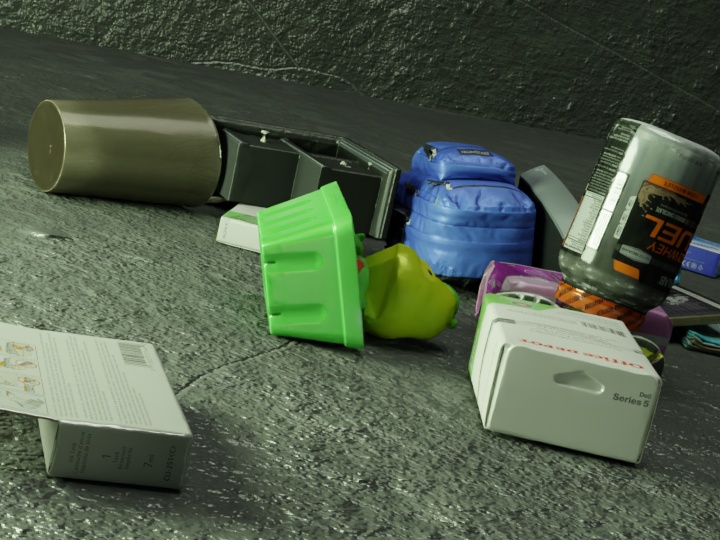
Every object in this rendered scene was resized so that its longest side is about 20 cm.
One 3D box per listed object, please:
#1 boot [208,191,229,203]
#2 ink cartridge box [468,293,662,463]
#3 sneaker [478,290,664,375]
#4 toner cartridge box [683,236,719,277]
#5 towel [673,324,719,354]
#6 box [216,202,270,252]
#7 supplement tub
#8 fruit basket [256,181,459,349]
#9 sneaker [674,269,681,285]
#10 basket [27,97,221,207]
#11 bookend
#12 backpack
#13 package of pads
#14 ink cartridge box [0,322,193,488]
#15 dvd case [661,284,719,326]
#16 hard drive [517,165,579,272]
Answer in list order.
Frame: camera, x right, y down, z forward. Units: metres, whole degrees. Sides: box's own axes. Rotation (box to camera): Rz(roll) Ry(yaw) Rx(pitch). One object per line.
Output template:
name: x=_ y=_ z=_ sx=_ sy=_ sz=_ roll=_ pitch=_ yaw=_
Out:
boot: x=-0.150 y=-0.117 z=2.023 sx=0.199 sy=0.075 sz=0.107 roll=3 pitch=16 yaw=-6
ink cartridge box: x=0.182 y=0.094 z=1.372 sx=0.145 sy=0.085 sz=0.200 roll=12 pitch=12 yaw=-2
sneaker: x=0.215 y=0.075 z=1.561 sx=0.199 sy=0.075 sz=0.085 roll=22 pitch=6 yaw=-4
toner cartridge box: x=0.496 y=-0.041 z=2.423 sx=0.199 sy=0.043 sz=0.095 roll=19 pitch=14 yaw=23
towel: x=0.486 y=0.089 z=1.877 sx=0.199 sy=0.022 sz=0.147 roll=12 pitch=13 yaw=-6
box: x=-0.089 y=-0.051 z=1.860 sx=0.143 sy=0.037 sz=0.200 roll=14 pitch=11 yaw=4
supplement tub: x=0.283 y=-0.046 z=1.547 sx=0.122 sy=0.201 sz=0.123 roll=22 pitch=6 yaw=-2
fruit basket: x=0.000 y=0.000 z=1.504 sx=0.214 sy=0.156 sz=0.216 roll=-5 pitch=14 yaw=1
sneaker: x=0.336 y=0.003 z=1.847 sx=0.082 sy=0.074 sz=0.200 roll=11 pitch=16 yaw=28
basket: x=-0.304 y=-0.153 z=1.873 sx=0.199 sy=0.137 sz=0.180 roll=0 pitch=23 yaw=-35
bookend: x=-0.082 y=-0.119 z=1.871 sx=0.199 sy=0.093 sz=0.199 roll=8 pitch=13 yaw=-23
backpack: x=0.125 y=-0.067 z=1.856 sx=0.162 sy=0.169 sz=0.200 roll=-3 pitch=18 yaw=-14
package of pads: x=0.236 y=0.047 z=1.666 sx=0.199 sy=0.076 sz=0.121 roll=11 pitch=10 yaw=-9
ink cartridge box: x=-0.221 y=0.088 z=1.061 sx=0.175 sy=0.045 sz=0.200 roll=10 pitch=12 yaw=-18
dvd case: x=0.354 y=0.044 z=1.873 sx=0.199 sy=0.016 sz=0.149 roll=-3 pitch=16 yaw=-25
hard drive: x=0.232 y=-0.037 z=1.854 sx=0.042 sy=0.136 sz=0.200 roll=2 pitch=27 yaw=-14
